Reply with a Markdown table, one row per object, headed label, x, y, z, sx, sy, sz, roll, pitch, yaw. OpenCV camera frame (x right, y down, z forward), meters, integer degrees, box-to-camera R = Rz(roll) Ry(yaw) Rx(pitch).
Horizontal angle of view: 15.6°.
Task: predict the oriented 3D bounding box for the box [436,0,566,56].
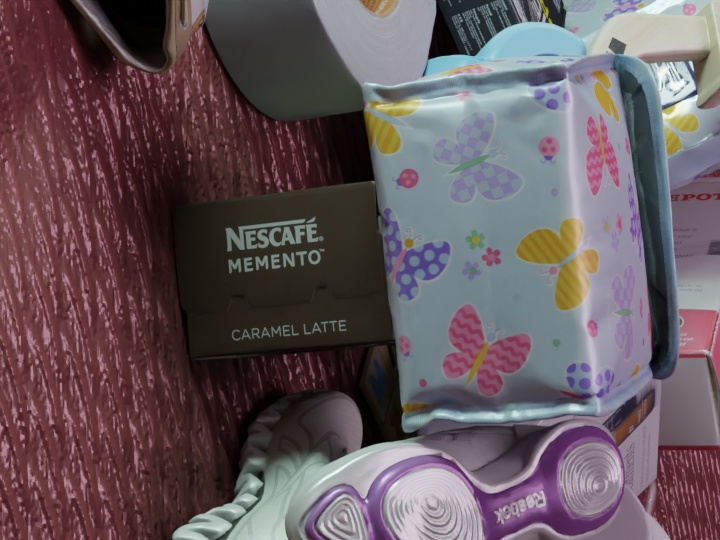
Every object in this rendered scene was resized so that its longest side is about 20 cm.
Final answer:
| label | x | y | z | sx | sy | sz | roll | pitch | yaw |
| --- | --- | --- | --- | --- | --- | --- | --- | --- | --- |
| box | 0.068 | -0.209 | 1.605 | 0.160 | 0.044 | 0.200 | -77 | 144 | -63 |

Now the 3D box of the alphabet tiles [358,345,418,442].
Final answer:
| label | x | y | z | sx | sy | sz | roll | pitch | yaw |
| --- | --- | --- | --- | --- | --- | --- | --- | --- | --- |
| alphabet tiles | 0.040 | 0.056 | 1.575 | 0.167 | 0.006 | 0.200 | -74 | 148 | -45 |

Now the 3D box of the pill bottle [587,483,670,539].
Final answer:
| label | x | y | z | sx | sy | sz | roll | pitch | yaw |
| --- | --- | --- | --- | --- | --- | --- | --- | --- | --- |
| pill bottle | 0.117 | 0.186 | 1.418 | 0.200 | 0.120 | 0.120 | 73 | 20 | -59 |

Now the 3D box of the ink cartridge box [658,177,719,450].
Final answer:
| label | x | y | z | sx | sy | sz | roll | pitch | yaw |
| --- | --- | --- | --- | --- | --- | --- | --- | --- | --- |
| ink cartridge box | 0.183 | 0.027 | 1.738 | 0.200 | 0.146 | 0.083 | -65 | 148 | -51 |

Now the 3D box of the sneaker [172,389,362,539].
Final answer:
| label | x | y | z | sx | sy | sz | roll | pitch | yaw |
| --- | --- | --- | --- | --- | --- | --- | --- | --- | --- |
| sneaker | -0.026 | 0.121 | 1.306 | 0.200 | 0.081 | 0.075 | -59 | 134 | -58 |

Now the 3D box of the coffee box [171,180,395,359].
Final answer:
| label | x | y | z | sx | sy | sz | roll | pitch | yaw |
| --- | --- | --- | --- | --- | --- | --- | --- | --- | --- |
| coffee box | 0.000 | 0.000 | 1.358 | 0.200 | 0.114 | 0.080 | -1 | 85 | -68 |

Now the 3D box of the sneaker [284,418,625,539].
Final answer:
| label | x | y | z | sx | sy | sz | roll | pitch | yaw |
| --- | --- | --- | --- | --- | --- | --- | --- | --- | --- |
| sneaker | 0.034 | 0.116 | 1.255 | 0.200 | 0.100 | 0.075 | -5 | 88 | -42 |

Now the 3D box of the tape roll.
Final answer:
| label | x | y | z | sx | sy | sz | roll | pitch | yaw |
| --- | --- | --- | --- | --- | --- | --- | --- | --- | --- |
| tape roll | -0.025 | -0.184 | 1.418 | 0.200 | 0.066 | 0.201 | -8 | 90 | -67 |

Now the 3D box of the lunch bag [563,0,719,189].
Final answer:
| label | x | y | z | sx | sy | sz | roll | pitch | yaw |
| --- | --- | --- | --- | --- | --- | --- | --- | --- | --- |
| lunch bag | 0.198 | -0.122 | 1.713 | 0.200 | 0.169 | 0.127 | -101 | 166 | -60 |

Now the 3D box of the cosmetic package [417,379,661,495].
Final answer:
| label | x | y | z | sx | sy | sz | roll | pitch | yaw |
| --- | --- | --- | --- | --- | --- | --- | --- | --- | --- |
| cosmetic package | 0.104 | 0.105 | 1.486 | 0.151 | 0.052 | 0.200 | -40 | 152 | -19 |

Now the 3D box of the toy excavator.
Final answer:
| label | x | y | z | sx | sy | sz | roll | pitch | yaw |
| --- | --- | --- | --- | --- | --- | --- | --- | --- | --- |
| toy excavator | 0.125 | -0.100 | 1.516 | 0.100 | 0.194 | 0.200 | -45 | -158 | 61 |

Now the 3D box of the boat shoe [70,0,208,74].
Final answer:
| label | x | y | z | sx | sy | sz | roll | pitch | yaw |
| --- | --- | --- | --- | --- | --- | --- | --- | --- | --- |
| boat shoe | -0.116 | -0.172 | 1.183 | 0.200 | 0.075 | 0.068 | 58 | 27 | -46 |

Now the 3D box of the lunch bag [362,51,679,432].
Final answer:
| label | x | y | z | sx | sy | sz | roll | pitch | yaw |
| --- | --- | --- | --- | --- | --- | --- | --- | --- | --- |
| lunch bag | 0.087 | -0.021 | 1.271 | 0.200 | 0.127 | 0.170 | -15 | 99 | -74 |
